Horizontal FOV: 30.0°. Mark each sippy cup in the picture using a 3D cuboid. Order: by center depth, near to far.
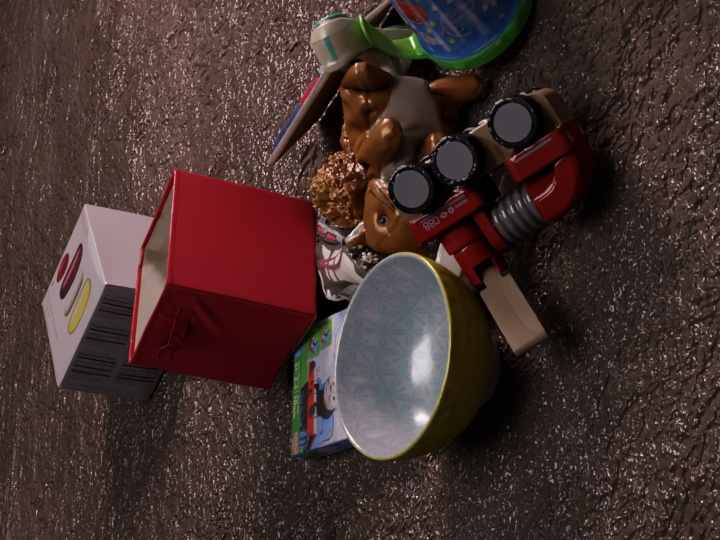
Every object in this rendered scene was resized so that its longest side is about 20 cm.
[{"bbox_3d":[0.085,-0.291,1.350,0.140,0.130,0.178,30,88,43],"label":"sippy cup"}]

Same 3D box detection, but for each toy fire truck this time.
[{"bbox_3d":[0.140,-0.042,1.217,0.176,0.129,0.200,-32,89,25],"label":"toy fire truck"}]

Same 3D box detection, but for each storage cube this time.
[{"bbox_3d":[-0.162,0.016,1.590,0.171,0.179,0.200,123,152,-47],"label":"storage cube"}]

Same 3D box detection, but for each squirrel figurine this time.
[{"bbox_3d":[0.031,-0.101,1.421,0.200,0.141,0.187,154,119,-63],"label":"squirrel figurine"}]

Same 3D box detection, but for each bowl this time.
[{"bbox_3d":[0.070,0.090,1.299,0.200,0.108,0.201,-27,56,51],"label":"bowl"}]

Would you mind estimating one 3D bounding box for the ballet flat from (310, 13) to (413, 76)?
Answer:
[{"bbox_3d":[0.013,-0.231,1.455,0.069,0.200,0.070,3,95,31],"label":"ballet flat"}]

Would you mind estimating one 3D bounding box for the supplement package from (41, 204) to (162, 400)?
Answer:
[{"bbox_3d":[-0.358,0.047,1.973,0.200,0.147,0.191,-60,35,28],"label":"supplement package"}]

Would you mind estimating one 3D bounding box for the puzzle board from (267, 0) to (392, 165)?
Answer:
[{"bbox_3d":[-0.036,-0.227,1.585,0.200,0.017,0.151,-54,0,34],"label":"puzzle board"}]

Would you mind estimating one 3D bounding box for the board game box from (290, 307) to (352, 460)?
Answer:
[{"bbox_3d":[-0.012,0.119,1.491,0.200,0.037,0.152,-26,57,51],"label":"board game box"}]

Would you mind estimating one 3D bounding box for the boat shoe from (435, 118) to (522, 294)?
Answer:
[{"bbox_3d":[0.104,-0.059,1.332,0.071,0.069,0.200,39,114,53],"label":"boat shoe"}]

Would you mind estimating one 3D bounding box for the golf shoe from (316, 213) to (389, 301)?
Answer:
[{"bbox_3d":[0.000,0.000,1.480,0.200,0.077,0.088,-135,56,-69],"label":"golf shoe"}]
